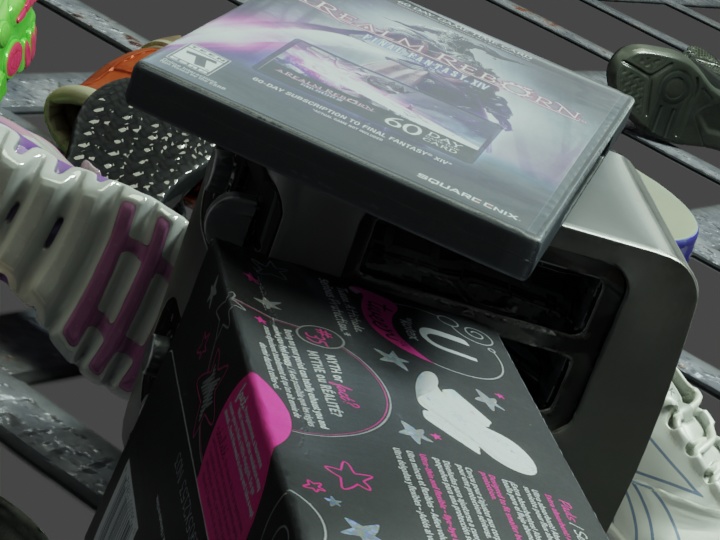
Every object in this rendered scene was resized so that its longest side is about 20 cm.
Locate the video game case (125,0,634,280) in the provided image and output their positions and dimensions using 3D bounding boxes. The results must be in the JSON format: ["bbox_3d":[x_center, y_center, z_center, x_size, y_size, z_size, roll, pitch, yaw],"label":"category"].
[{"bbox_3d":[0.017,-0.061,0.723,0.143,0.019,0.200,24,24,8],"label":"video game case"}]

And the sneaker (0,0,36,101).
[{"bbox_3d":[-0.238,-0.128,1.124,0.084,0.077,0.200,5,15,4],"label":"sneaker"}]

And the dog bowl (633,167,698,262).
[{"bbox_3d":[0.094,-0.028,1.182,0.200,0.079,0.200,20,18,-7],"label":"dog bowl"}]

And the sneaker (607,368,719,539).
[{"bbox_3d":[0.128,0.088,0.882,0.200,0.087,0.074,32,19,24],"label":"sneaker"}]

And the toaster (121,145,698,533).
[{"bbox_3d":[0.021,0.033,0.773,0.200,0.181,0.119,16,22,-14],"label":"toaster"}]

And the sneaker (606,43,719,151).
[{"bbox_3d":[0.276,-0.159,1.770,0.199,0.076,0.114,13,18,-34],"label":"sneaker"}]

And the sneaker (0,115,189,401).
[{"bbox_3d":[-0.128,-0.015,0.877,0.200,0.081,0.088,33,7,0],"label":"sneaker"}]

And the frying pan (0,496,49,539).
[{"bbox_3d":[-0.181,0.090,0.611,0.190,0.031,0.115,4,25,-36],"label":"frying pan"}]

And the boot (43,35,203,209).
[{"bbox_3d":[-0.082,-0.054,1.090,0.200,0.075,0.107,34,36,29],"label":"boot"}]

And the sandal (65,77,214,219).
[{"bbox_3d":[-0.120,-0.035,0.996,0.075,0.045,0.200,20,39,4],"label":"sandal"}]

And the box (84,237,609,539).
[{"bbox_3d":[-0.007,0.100,0.620,0.114,0.132,0.200,18,20,-18],"label":"box"}]
